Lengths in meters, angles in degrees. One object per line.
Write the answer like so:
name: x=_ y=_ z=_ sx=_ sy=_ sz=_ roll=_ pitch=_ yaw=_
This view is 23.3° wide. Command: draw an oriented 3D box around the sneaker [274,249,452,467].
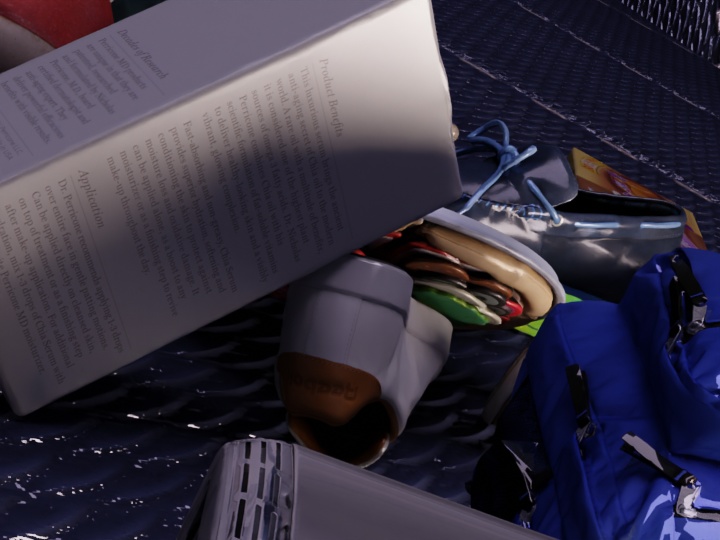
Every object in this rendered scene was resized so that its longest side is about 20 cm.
sneaker: x=-0.006 y=0.047 z=0.784 sx=0.072 sy=0.085 sz=0.200 roll=11 pitch=-8 yaw=12

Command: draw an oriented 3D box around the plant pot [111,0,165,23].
plant pot: x=-0.100 y=-0.185 z=0.972 sx=0.200 sy=0.201 sz=0.196 roll=33 pitch=33 yaw=14

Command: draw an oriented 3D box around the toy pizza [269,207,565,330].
toy pizza: x=0.000 y=0.000 z=0.845 sx=0.199 sy=0.032 sz=0.200 roll=14 pitch=-14 yaw=4

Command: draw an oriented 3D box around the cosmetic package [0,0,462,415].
cosmetic package: x=-0.067 y=-0.041 z=0.667 sx=0.199 sy=0.102 sz=0.071 roll=-26 pitch=41 yaw=-16

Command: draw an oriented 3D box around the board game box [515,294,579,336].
board game box: x=0.057 y=-0.019 z=1.087 sx=0.199 sy=0.048 sz=0.102 roll=22 pitch=18 yaw=-22

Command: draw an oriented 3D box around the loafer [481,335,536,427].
loafer: x=0.120 y=0.059 z=0.931 sx=0.063 sy=0.072 sz=0.200 roll=39 pitch=15 yaw=10

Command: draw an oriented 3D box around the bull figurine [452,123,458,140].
bull figurine: x=-0.001 y=-0.100 z=1.206 sx=0.200 sy=0.065 sz=0.121 roll=36 pitch=14 yaw=16

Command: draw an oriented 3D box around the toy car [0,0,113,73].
toy car: x=-0.146 y=-0.147 z=0.785 sx=0.183 sy=0.201 sz=0.177 roll=20 pitch=-18 yaw=-5

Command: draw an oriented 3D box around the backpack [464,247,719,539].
backpack: x=0.126 y=0.100 z=0.633 sx=0.161 sy=0.169 sz=0.200 roll=15 pitch=30 yaw=-5

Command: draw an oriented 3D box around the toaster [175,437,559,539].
toaster: x=0.003 y=0.123 z=0.465 sx=0.128 sy=0.114 sz=0.200 roll=24 pitch=19 yaw=-7

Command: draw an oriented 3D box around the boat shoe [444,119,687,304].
boat shoe: x=0.083 y=-0.039 z=0.901 sx=0.199 sy=0.069 sz=0.084 roll=15 pitch=23 yaw=-37

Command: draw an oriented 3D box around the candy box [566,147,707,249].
candy box: x=0.200 y=-0.025 z=1.328 sx=0.116 sy=0.057 sz=0.200 roll=28 pitch=15 yaw=-3
